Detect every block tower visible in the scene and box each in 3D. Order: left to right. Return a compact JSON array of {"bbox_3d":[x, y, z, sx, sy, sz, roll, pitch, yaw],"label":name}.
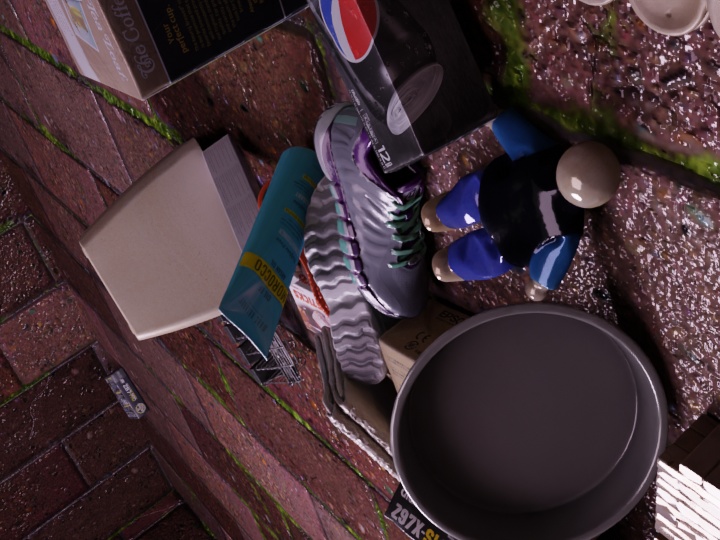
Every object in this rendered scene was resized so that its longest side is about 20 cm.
[{"bbox_3d":[0.245,0.188,0.668,0.054,0.057,0.203,34,147,41],"label":"block tower"}]

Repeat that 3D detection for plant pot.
[{"bbox_3d":[-0.238,-0.027,1.168,0.203,0.175,0.199,61,168,-12],"label":"plant pot"}]

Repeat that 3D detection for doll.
[{"bbox_3d":[0.104,-0.047,0.645,0.199,0.047,0.140,159,99,-66],"label":"doll"}]

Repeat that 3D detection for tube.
[{"bbox_3d":[-0.079,-0.024,0.870,0.050,0.203,0.078,-11,137,35],"label":"tube"}]

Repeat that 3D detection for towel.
[{"bbox_3d":[0.023,0.152,0.962,0.200,0.034,0.133,46,-164,-29],"label":"towel"}]

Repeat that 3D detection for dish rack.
[{"bbox_3d":[-0.136,0.092,1.329,0.155,0.054,0.199,58,156,-8],"label":"dish rack"}]

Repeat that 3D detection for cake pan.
[{"bbox_3d":[0.119,0.110,0.680,0.037,0.197,0.203,-86,-29,-68],"label":"cake pan"}]

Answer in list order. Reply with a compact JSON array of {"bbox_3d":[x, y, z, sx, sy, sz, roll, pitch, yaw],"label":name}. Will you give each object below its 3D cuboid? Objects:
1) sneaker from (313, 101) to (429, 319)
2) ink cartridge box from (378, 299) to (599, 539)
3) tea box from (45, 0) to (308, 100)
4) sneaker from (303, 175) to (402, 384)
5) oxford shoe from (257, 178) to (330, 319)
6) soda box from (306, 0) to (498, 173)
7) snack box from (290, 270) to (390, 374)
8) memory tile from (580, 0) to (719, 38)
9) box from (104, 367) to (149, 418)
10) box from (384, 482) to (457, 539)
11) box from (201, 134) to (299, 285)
[{"bbox_3d":[0.025,-0.042,0.791,0.087,0.074,0.203,11,130,53],"label":"sneaker"},{"bbox_3d":[0.119,0.135,0.829,0.199,0.075,0.167,25,144,51],"label":"ink cartridge box"},{"bbox_3d":[-0.138,-0.262,0.663,0.133,0.195,0.203,26,143,50],"label":"tea box"},{"bbox_3d":[0.000,0.000,0.897,0.073,0.082,0.205,1,107,30],"label":"sneaker"},{"bbox_3d":[-0.029,-0.009,0.974,0.202,0.071,0.073,56,180,7],"label":"oxford shoe"},{"bbox_3d":[0.012,-0.173,0.617,0.203,0.070,0.063,65,156,-5],"label":"soda box"},{"bbox_3d":[-0.017,0.057,1.070,0.199,0.024,0.073,23,139,55],"label":"snack box"},{"bbox_3d":[0.160,-0.168,0.413,0.199,0.017,0.155,35,150,41],"label":"memory tile"},{"bbox_3d":[-0.743,0.391,2.991,0.163,0.049,0.199,57,158,-4],"label":"box"},{"bbox_3d":[0.138,0.259,0.854,0.198,0.050,0.159,30,180,-42],"label":"box"},{"bbox_3d":[-0.120,-0.061,1.015,0.039,0.041,0.202,49,-168,-54],"label":"box"}]
